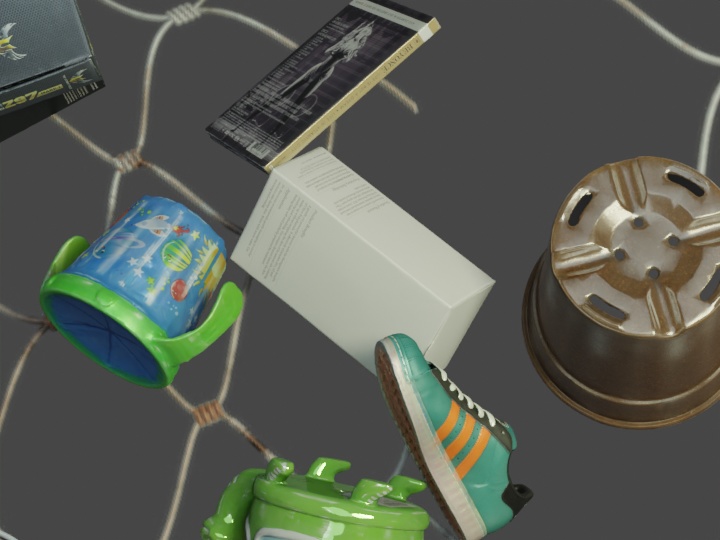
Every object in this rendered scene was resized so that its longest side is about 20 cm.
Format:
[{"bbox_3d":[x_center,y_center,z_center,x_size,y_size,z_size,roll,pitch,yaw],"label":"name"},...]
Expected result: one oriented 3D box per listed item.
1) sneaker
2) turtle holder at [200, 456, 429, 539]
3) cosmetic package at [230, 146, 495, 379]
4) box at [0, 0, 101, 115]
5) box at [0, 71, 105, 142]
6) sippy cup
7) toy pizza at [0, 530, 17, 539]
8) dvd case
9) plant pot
[{"bbox_3d":[0.078,0.128,1.608,0.080,0.071,0.200,-30,113,-11],"label":"sneaker"},{"bbox_3d":[-0.041,0.222,1.589,0.185,0.141,0.132,11,90,0],"label":"turtle holder"},{"bbox_3d":[0.000,0.000,1.662,0.200,0.085,0.108,39,123,14],"label":"cosmetic package"},{"bbox_3d":[-0.335,-0.236,1.735,0.157,0.051,0.200,-19,72,-2],"label":"box"},{"bbox_3d":[-0.345,-0.230,1.800,0.141,0.079,0.200,-27,72,-6],"label":"box"},{"bbox_3d":[-0.186,0.011,1.683,0.178,0.140,0.130,33,67,5],"label":"sippy cup"},{"bbox_3d":[-0.351,0.310,1.647,0.200,0.032,0.201,-2,72,5],"label":"toy pizza"},{"bbox_3d":[-0.036,-0.169,1.730,0.200,0.016,0.149,-42,29,-8],"label":"dvd case"},{"bbox_3d":[0.230,0.009,1.599,0.200,0.198,0.201,-2,71,6],"label":"plant pot"}]
